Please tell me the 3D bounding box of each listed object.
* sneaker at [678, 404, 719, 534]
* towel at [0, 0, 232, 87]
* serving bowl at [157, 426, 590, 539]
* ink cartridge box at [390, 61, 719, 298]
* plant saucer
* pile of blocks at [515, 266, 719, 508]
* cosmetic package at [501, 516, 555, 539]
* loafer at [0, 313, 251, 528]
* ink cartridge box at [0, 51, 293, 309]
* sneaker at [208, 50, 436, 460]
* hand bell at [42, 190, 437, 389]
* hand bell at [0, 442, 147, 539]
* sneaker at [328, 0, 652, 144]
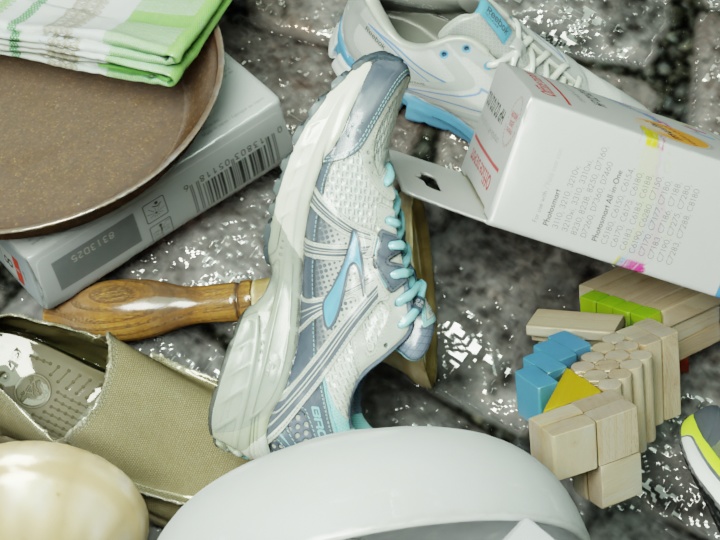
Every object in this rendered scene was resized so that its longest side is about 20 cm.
[{"bbox_3d":[0.222,0.121,0.820,0.081,0.074,0.200,-35,39,-6],"label":"sneaker"},{"bbox_3d":[-0.156,-0.170,0.931,0.200,0.031,0.149,12,54,20],"label":"towel"},{"bbox_3d":[-0.003,0.116,0.773,0.200,0.200,0.066,-9,65,-7],"label":"serving bowl"},{"bbox_3d":[0.120,-0.049,0.883,0.200,0.115,0.068,17,103,-8],"label":"ink cartridge box"},{"bbox_3d":[-0.164,-0.084,0.902,0.200,0.037,0.201,-6,50,7],"label":"plant saucer"},{"bbox_3d":[0.119,0.061,0.864,0.082,0.062,0.200,5,25,26],"label":"pile of blocks"},{"bbox_3d":[0.058,0.202,0.730,0.101,0.200,0.071,39,51,14],"label":"cosmetic package"},{"bbox_3d":[-0.115,0.075,0.861,0.200,0.067,0.076,15,67,7],"label":"loafer"},{"bbox_3d":[-0.158,-0.085,0.958,0.162,0.050,0.200,-34,49,-18],"label":"ink cartridge box"},{"bbox_3d":[0.000,0.000,0.811,0.086,0.078,0.200,18,100,10],"label":"sneaker"},{"bbox_3d":[-0.065,0.015,0.896,0.200,0.104,0.104,-4,64,8],"label":"hand bell"},{"bbox_3d":[-0.138,0.176,0.721,0.104,0.104,0.200,-4,38,-5],"label":"hand bell"},{"bbox_3d":[0.076,-0.107,0.952,0.200,0.087,0.075,23,63,6],"label":"sneaker"}]
